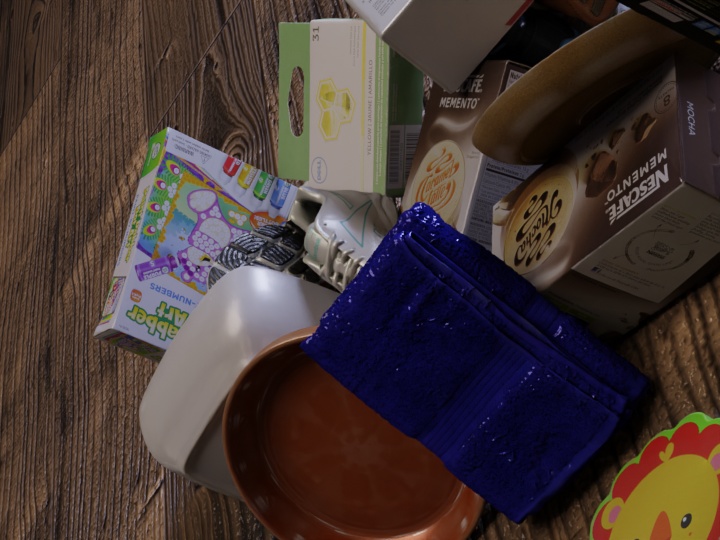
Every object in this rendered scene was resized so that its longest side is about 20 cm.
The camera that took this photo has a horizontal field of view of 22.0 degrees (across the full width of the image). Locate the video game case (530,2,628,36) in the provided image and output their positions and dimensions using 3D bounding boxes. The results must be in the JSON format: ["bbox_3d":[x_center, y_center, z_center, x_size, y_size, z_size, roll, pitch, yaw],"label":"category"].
[{"bbox_3d":[0.152,-0.190,1.477,0.200,0.023,0.182,-30,43,52],"label":"video game case"}]

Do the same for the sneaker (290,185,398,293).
[{"bbox_3d":[0.000,0.000,1.360,0.071,0.080,0.200,-65,29,21],"label":"sneaker"}]

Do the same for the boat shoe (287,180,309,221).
[{"bbox_3d":[-0.014,-0.069,1.644,0.069,0.074,0.200,-37,37,56],"label":"boat shoe"}]

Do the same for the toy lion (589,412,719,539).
[{"bbox_3d":[0.195,0.164,1.052,0.200,0.069,0.192,-32,34,51],"label":"toy lion"}]

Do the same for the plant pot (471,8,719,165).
[{"bbox_3d":[0.168,-0.123,1.233,0.200,0.200,0.028,-40,72,44],"label":"plant pot"}]

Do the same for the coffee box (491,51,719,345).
[{"bbox_3d":[0.176,-0.036,1.227,0.200,0.080,0.113,-41,34,44],"label":"coffee box"}]

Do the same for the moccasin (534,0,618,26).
[{"bbox_3d":[0.133,-0.242,1.438,0.074,0.078,0.201,-58,26,15],"label":"moccasin"}]

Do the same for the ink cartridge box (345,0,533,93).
[{"bbox_3d":[0.054,-0.246,1.403,0.144,0.084,0.200,-48,35,10],"label":"ink cartridge box"}]

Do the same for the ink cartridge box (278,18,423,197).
[{"bbox_3d":[-0.026,-0.141,1.573,0.200,0.048,0.146,9,100,49],"label":"ink cartridge box"}]

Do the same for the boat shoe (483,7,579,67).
[{"bbox_3d":[0.103,-0.193,1.470,0.200,0.069,0.084,3,72,66],"label":"boat shoe"}]

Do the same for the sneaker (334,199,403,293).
[{"bbox_3d":[0.018,0.015,1.501,0.070,0.078,0.200,-26,46,57],"label":"sneaker"}]

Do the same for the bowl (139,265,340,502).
[{"bbox_3d":[-0.054,0.110,1.412,0.200,0.199,0.075,-55,21,31],"label":"bowl"}]

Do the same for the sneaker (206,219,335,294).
[{"bbox_3d":[-0.056,0.010,1.483,0.200,0.077,0.085,-29,-35,-53],"label":"sneaker"}]

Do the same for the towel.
[{"bbox_3d":[0.071,0.066,1.220,0.148,0.200,0.050,-53,-3,28],"label":"towel"}]

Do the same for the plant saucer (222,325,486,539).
[{"bbox_3d":[-0.002,0.128,1.326,0.200,0.200,0.032,-50,1,32],"label":"plant saucer"}]

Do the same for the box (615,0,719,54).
[{"bbox_3d":[0.260,-0.147,1.011,0.160,0.200,0.049,-6,65,63],"label":"box"}]

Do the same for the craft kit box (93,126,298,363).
[{"bbox_3d":[-0.119,0.001,1.644,0.048,0.200,0.198,-19,52,56],"label":"craft kit box"}]

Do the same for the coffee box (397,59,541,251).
[{"bbox_3d":[0.090,-0.052,1.387,0.114,0.080,0.200,12,87,64],"label":"coffee box"}]
